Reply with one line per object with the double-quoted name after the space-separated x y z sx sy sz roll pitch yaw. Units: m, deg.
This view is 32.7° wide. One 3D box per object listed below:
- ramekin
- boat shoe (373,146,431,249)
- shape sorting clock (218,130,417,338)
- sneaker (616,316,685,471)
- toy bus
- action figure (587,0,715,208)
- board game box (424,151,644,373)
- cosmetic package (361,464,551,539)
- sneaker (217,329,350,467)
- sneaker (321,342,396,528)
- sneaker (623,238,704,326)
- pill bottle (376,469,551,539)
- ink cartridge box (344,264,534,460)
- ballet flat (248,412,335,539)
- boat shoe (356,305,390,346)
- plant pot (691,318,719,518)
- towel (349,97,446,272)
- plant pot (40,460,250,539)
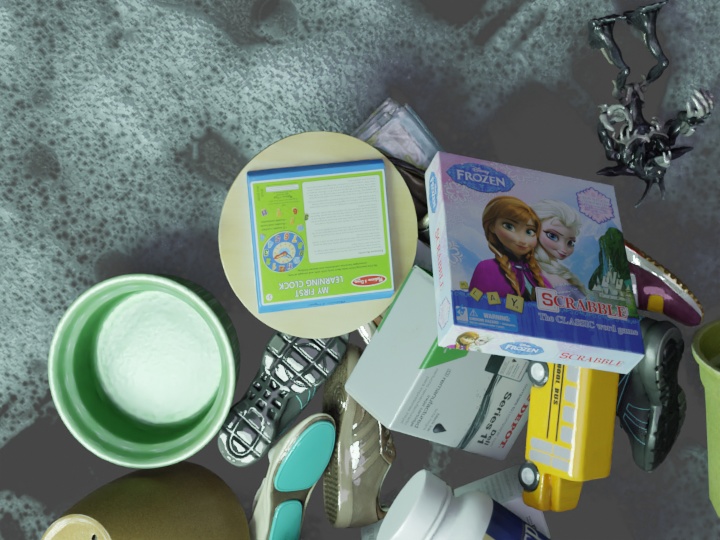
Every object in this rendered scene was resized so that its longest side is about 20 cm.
-0.220 0.098 1.301 0.196 0.098 0.204 1 97 5 "ramekin"
0.071 -0.059 1.249 0.198 0.065 0.074 26 99 -4 "boat shoe"
-0.040 -0.034 1.199 0.196 0.039 0.204 -1 95 -13 "shape sorting clock"
0.297 0.126 1.302 0.079 0.075 0.202 21 135 35 "sneaker"
0.215 0.144 1.246 0.064 0.078 0.204 0 97 -41 "toy bus"
0.291 -0.166 1.260 0.117 0.102 0.203 -15 97 -9 "action figure"
0.164 -0.009 1.181 0.197 0.202 0.041 9 144 -17 "board game box"
0.101 0.289 1.333 0.197 0.102 0.075 -20 97 2 "cosmetic package"
-0.082 0.118 1.320 0.075 0.079 0.201 41 97 6 "sneaker"
0.002 0.179 1.344 0.074 0.070 0.204 0 99 -24 "sneaker"
0.268 0.014 1.306 0.199 0.075 0.091 36 100 3 "sneaker"
0.120 0.292 1.223 0.199 0.120 0.120 35 98 -5 "pill bottle"
0.102 0.100 1.257 0.199 0.083 0.148 21 101 -45 "ink cartridge box"
-0.084 0.230 1.337 0.068 0.070 0.203 19 108 -2 "ballet flat"
0.000 0.000 1.264 0.071 0.076 0.201 -33 105 3 "boat shoe"
0.436 0.169 1.279 0.197 0.201 0.187 0 111 1 "plant pot"
0.038 -0.057 1.308 0.171 0.048 0.201 -39 96 9 "towel"
-0.237 0.293 1.257 0.183 0.200 0.190 -3 82 21 "plant pot"
